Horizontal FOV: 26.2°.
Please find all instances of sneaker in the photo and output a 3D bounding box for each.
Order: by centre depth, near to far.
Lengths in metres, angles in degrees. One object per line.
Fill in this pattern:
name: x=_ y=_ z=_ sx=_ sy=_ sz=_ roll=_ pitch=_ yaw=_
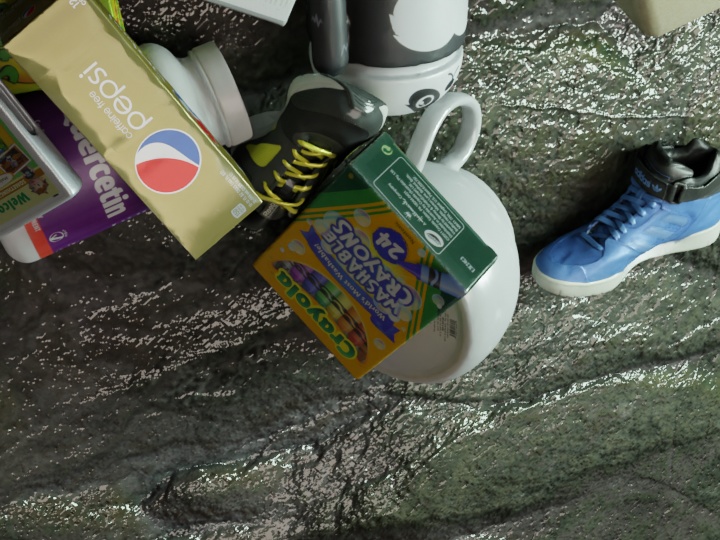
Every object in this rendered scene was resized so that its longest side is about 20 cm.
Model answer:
sneaker: x=-0.044 y=-0.081 z=1.150 sx=0.074 sy=0.200 sz=0.086 roll=22 pitch=69 yaw=-21
sneaker: x=0.239 y=-0.055 z=1.367 sx=0.198 sy=0.077 sz=0.112 roll=-18 pitch=132 yaw=-18

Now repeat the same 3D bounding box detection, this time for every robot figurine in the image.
robot figurine: x=0.022 y=-0.213 z=1.139 sx=0.148 sy=0.125 sz=0.202 roll=-8 pitch=123 yaw=-14

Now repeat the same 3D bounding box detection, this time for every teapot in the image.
teapot: x=0.057 y=-0.020 z=1.268 sx=0.198 sy=0.199 sz=0.146 roll=53 pitch=51 yaw=-9

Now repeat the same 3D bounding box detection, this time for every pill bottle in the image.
pill bottle: x=-0.184 y=-0.093 z=1.131 sx=0.198 sy=0.113 sz=0.113 roll=-25 pitch=128 yaw=-8

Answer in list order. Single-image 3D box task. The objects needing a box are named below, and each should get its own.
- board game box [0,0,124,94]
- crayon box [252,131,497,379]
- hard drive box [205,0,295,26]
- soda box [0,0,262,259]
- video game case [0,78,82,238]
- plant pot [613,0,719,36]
board game box: x=-0.266 y=-0.172 z=1.055 sx=0.197 sy=0.048 sz=0.103 roll=-10 pitch=125 yaw=-1
crayon box: x=0.000 y=0.000 z=1.180 sx=0.052 sy=0.126 sz=0.200 roll=-44 pitch=-179 yaw=-39
hard drive box: x=-0.113 y=-0.261 z=0.956 sx=0.198 sy=0.077 sz=0.157 roll=14 pitch=115 yaw=-28
soda box: x=-0.153 y=-0.106 z=1.033 sx=0.064 sy=0.068 sz=0.200 roll=-40 pitch=119 yaw=2
video game case: x=-0.311 y=-0.087 z=1.042 sx=0.199 sy=0.022 sz=0.183 roll=-24 pitch=113 yaw=31
plant pot: x=0.235 y=-0.298 z=1.148 sx=0.198 sy=0.201 sz=0.178 roll=-25 pitch=139 yaw=-7
